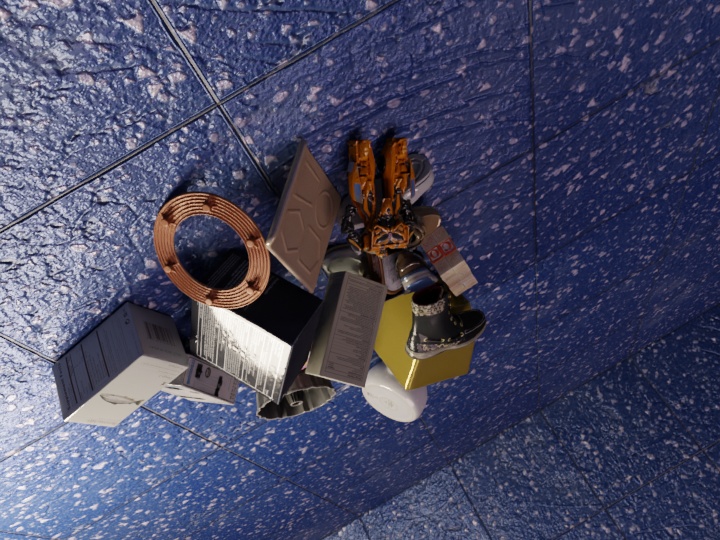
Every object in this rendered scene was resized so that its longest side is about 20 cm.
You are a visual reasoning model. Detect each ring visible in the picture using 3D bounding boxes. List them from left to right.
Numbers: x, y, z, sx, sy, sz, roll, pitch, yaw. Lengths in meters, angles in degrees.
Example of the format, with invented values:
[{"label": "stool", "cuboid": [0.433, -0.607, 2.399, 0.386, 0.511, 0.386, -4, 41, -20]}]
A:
[{"label": "ring", "cuboid": [-0.233, -0.025, 0.976, 0.201, 0.200, 0.019, -54, -176, 33]}]

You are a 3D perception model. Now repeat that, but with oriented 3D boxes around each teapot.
[{"label": "teapot", "cuboid": [0.110, 0.314, 1.760, 0.200, 0.197, 0.146, -26, -157, 53]}]

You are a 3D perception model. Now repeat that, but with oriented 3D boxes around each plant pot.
[{"label": "plant pot", "cuboid": [0.158, 0.128, 1.504, 0.193, 0.196, 0.201, -9, 131, -30]}]

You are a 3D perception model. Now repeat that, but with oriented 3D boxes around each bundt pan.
[{"label": "bundt pan", "cuboid": [-0.164, 0.290, 1.540, 0.200, 0.076, 0.202, -16, 153, -8]}]

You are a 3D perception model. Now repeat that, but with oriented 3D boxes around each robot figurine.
[{"label": "robot figurine", "cuboid": [0.034, -0.119, 1.063, 0.144, 0.058, 0.202, -9, 101, -24]}]

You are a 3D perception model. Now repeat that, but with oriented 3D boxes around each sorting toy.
[{"label": "sorting toy", "cuboid": [-0.093, -0.083, 1.035, 0.036, 0.187, 0.200, 8, 158, 19]}]

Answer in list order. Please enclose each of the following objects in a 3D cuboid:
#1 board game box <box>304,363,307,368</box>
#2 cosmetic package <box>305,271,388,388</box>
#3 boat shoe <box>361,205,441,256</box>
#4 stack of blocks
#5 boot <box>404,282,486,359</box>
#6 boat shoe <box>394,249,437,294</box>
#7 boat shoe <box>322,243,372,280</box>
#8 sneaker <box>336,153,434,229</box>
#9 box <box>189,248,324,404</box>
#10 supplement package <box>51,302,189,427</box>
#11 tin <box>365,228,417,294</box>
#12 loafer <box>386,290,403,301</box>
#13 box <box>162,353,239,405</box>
[{"label": "board game box", "cuboid": [-0.188, 0.177, 1.384, 0.152, 0.040, 0.201, -24, 148, -11]}, {"label": "cosmetic package", "cuboid": [-0.025, 0.112, 1.210, 0.103, 0.202, 0.073, 21, 168, -26]}, {"label": "boat shoe", "cuboid": [0.090, -0.066, 1.187, 0.199, 0.064, 0.072, -25, 129, -37]}, {"label": "stack of blocks", "cuboid": [0.180, -0.027, 1.333, 0.058, 0.116, 0.200, -33, 159, 7]}, {"label": "boot", "cuboid": [0.187, 0.093, 1.335, 0.202, 0.074, 0.155, -20, 132, -21]}, {"label": "boat shoe", "cuboid": [0.104, -0.002, 1.212, 0.072, 0.073, 0.200, -23, 172, 1]}, {"label": "boat shoe", "cuboid": [0.000, 0.000, 1.295, 0.199, 0.069, 0.075, 11, 130, -48]}, {"label": "sneaker", "cuboid": [0.049, -0.127, 1.158, 0.199, 0.077, 0.081, -30, 157, 1]}, {"label": "box", "cuboid": [-0.189, 0.103, 1.135, 0.123, 0.197, 0.201, -54, 169, -41]}, {"label": "supplement package", "cuboid": [-0.428, 0.172, 1.130, 0.200, 0.118, 0.117, -38, 149, 13]}, {"label": "tin", "cuboid": [0.065, -0.042, 1.257, 0.112, 0.042, 0.201, -39, 137, -31]}, {"label": "loafer", "cuboid": [0.042, 0.048, 1.403, 0.199, 0.063, 0.072, -28, 149, -5]}, {"label": "box", "cuboid": [-0.340, 0.217, 1.264, 0.116, 0.061, 0.200, 1, 159, 19]}]
